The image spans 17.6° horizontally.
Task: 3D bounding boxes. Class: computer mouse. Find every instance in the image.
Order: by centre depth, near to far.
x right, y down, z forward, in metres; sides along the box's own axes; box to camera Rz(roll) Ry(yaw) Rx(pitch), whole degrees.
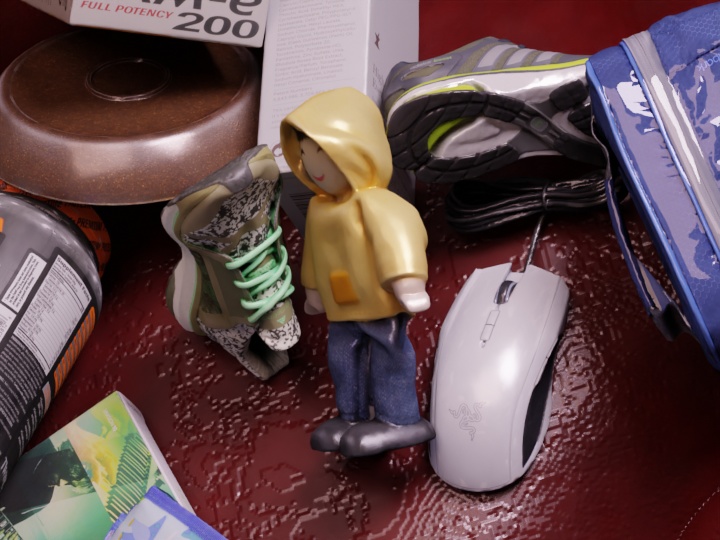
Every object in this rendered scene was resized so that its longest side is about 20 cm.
[{"bbox_3d":[0.084,0.028,1.325,0.109,0.044,0.201,3,63,22],"label":"computer mouse"}]

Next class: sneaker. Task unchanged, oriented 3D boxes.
[{"bbox_3d":[-0.059,0.000,1.321,0.077,0.200,0.089,-36,71,-17],"label":"sneaker"},{"bbox_3d":[0.103,-0.107,1.350,0.199,0.074,0.081,-5,36,-14],"label":"sneaker"}]

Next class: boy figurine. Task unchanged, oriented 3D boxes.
[{"bbox_3d":[0.000,0.000,1.289,0.064,0.201,0.124,-12,11,-28],"label":"boy figurine"}]

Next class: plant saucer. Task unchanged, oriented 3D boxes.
[{"bbox_3d":[-0.142,-0.106,1.437,0.199,0.035,0.201,-1,34,0],"label":"plant saucer"}]

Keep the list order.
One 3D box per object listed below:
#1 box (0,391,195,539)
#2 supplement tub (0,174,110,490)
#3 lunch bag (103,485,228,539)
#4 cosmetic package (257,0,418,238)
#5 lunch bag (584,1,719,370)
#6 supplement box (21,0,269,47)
[{"bbox_3d":[-0.187,0.181,1.350,0.199,0.036,0.145,-34,55,-1],"label":"box"},{"bbox_3d":[-0.232,0.042,1.379,0.122,0.123,0.201,6,48,24],"label":"supplement tub"},{"bbox_3d":[-0.090,0.234,1.227,0.200,0.128,0.170,34,78,23],"label":"lunch bag"},{"bbox_3d":[-0.010,-0.124,1.415,0.074,0.102,0.201,-6,62,17],"label":"cosmetic package"},{"bbox_3d":[0.200,-0.037,1.248,0.132,0.136,0.201,-24,74,8],"label":"lunch bag"},{"bbox_3d":[-0.146,-0.192,1.437,0.200,0.125,0.074,-149,66,-63],"label":"supplement box"}]
